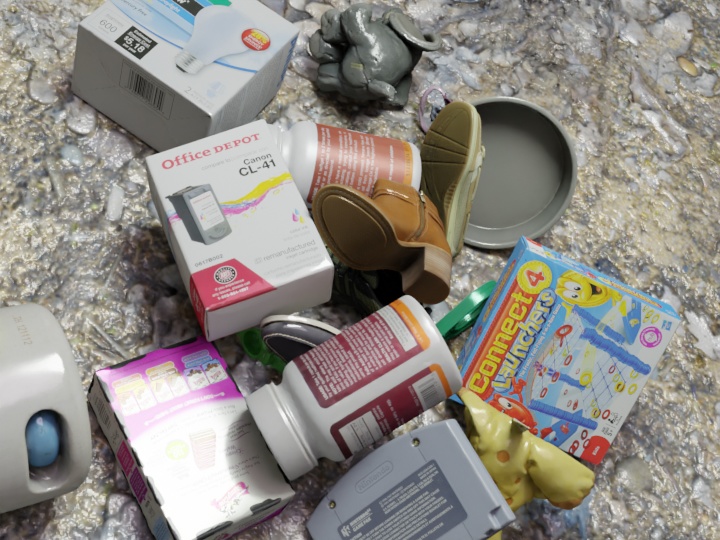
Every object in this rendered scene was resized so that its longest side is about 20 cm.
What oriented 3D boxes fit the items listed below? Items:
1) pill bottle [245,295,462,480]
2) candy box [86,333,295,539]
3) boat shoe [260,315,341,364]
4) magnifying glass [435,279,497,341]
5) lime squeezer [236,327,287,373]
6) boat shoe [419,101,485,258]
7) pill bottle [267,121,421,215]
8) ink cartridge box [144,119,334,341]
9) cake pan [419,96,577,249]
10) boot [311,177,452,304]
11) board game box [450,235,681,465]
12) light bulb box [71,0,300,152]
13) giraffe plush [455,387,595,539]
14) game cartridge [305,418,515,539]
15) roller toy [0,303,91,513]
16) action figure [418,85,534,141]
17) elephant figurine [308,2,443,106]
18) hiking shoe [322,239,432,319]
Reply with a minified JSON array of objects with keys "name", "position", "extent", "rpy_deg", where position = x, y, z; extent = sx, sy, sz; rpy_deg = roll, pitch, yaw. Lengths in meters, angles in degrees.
[{"name":"pill bottle","position":[-0.008,0.121,1.100],"extent":[0.199,0.114,0.115],"rpy_deg":[-29,70,-6]},{"name":"candy box","position":[-0.175,0.178,1.108],"extent":[0.136,0.061,0.201],"rpy_deg":[-18,66,-32]},{"name":"boat shoe","position":[-0.029,0.114,1.173],"extent":[0.200,0.072,0.063],"rpy_deg":[34,52,-29]},{"name":"magnifying glass","position":[0.091,0.074,1.281],"extent":[0.200,0.080,0.022],"rpy_deg":[-36,74,-25]},{"name":"lime squeezer","position":[-0.098,0.076,1.220],"extent":[0.199,0.038,0.071],"rpy_deg":[22,53,-6]},{"name":"boat shoe","position":[0.115,-0.108,1.337],"extent":[0.073,0.202,0.063],"rpy_deg":[20,19,38]},{"name":"pill bottle","position":[-0.035,-0.119,1.324],"extent":[0.199,0.112,0.113],"rpy_deg":[10,55,-16]},{"name":"ink cartridge box","position":[-0.132,-0.044,1.169],"extent":[0.147,0.086,0.201],"rpy_deg":[-20,67,-14]},{"name":"cake pan","position":[0.173,-0.126,1.376],"extent":[0.199,0.201,0.037],"rpy_deg":[23,23,-6]},{"name":"boot","position":[0.023,-0.062,1.214],"extent":[0.200,0.074,0.155],"rpy_deg":[40,28,-28]},{"name":"board game box","position":[0.228,0.093,1.242],"extent":[0.195,0.201,0.056],"rpy_deg":[24,15,-5]},{"name":"light bulb box","position":[-0.214,-0.260,1.338],"extent":[0.198,0.125,0.200],"rpy_deg":[34,54,3]},{"name":"giraffe plush","position":[0.134,0.236,1.139],"extent":[0.172,0.200,0.163],"rpy_deg":[32,86,26]},{"name":"game cartridge","position":[0.043,0.242,1.083],"extent":[0.041,0.200,0.134],"rpy_deg":[12,43,-58]},{"name":"roller toy","position":[-0.329,0.128,1.006],"extent":[0.139,0.200,0.183],"rpy_deg":[-13,77,-28]},{"name":"action figure","position":[0.182,-0.159,1.462],"extent":[0.199,0.135,0.149],"rpy_deg":[2,30,-20]},{"name":"elephant figurine","position":[0.042,-0.298,1.472],"extent":[0.199,0.141,0.156],"rpy_deg":[-12,92,-45]},{"name":"hiking shoe","position":[0.000,0.000,1.268],"extent":[0.200,0.101,0.076],"rpy_deg":[38,52,6]}]
